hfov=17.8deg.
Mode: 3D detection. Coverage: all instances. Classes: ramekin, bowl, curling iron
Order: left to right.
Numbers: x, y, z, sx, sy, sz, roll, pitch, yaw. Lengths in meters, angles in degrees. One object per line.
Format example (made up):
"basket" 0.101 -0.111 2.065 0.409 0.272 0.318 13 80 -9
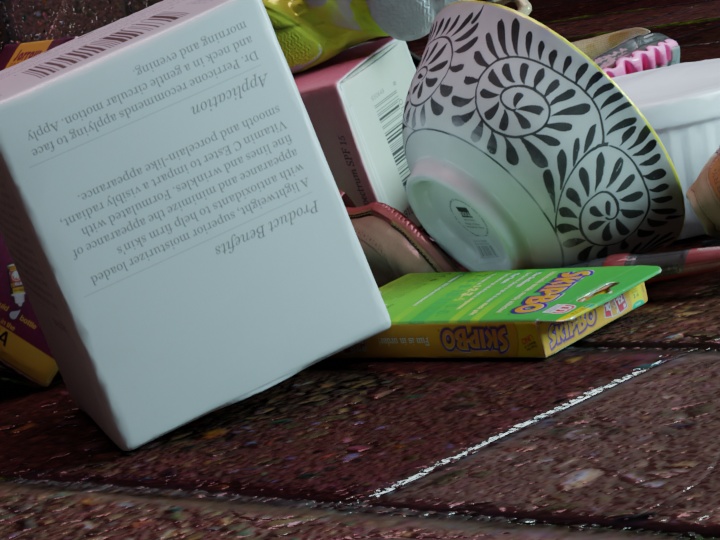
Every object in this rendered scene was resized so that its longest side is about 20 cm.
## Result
"bowl" 0.089 -0.056 1.388 0.094 0.201 0.200 -45 22 -19
"curling iron" 0.151 0.005 1.332 0.199 0.026 0.049 -12 -13 28
"ramekin" 0.195 -0.077 1.541 0.201 0.095 0.202 -11 10 2

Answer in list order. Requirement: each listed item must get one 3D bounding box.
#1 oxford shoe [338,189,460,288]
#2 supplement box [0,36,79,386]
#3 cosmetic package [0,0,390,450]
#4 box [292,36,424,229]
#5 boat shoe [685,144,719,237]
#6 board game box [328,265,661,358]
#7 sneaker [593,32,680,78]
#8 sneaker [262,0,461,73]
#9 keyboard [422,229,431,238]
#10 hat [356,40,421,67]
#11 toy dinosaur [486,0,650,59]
"oxford shoe" 0.000 0.000 1.484 0.075 0.071 0.200 -48 26 -12
"supplement box" -0.215 -0.039 1.481 0.131 0.103 0.201 2 61 60
"cosmetic package" -0.110 -0.034 1.272 0.164 0.201 0.165 -24 13 -13
"box" -0.051 -0.074 1.646 0.199 0.129 0.109 -12 17 33
"boat shoe" 0.238 -0.053 1.376 0.068 0.075 0.200 -31 -13 15
"board game box" 0.070 0.023 1.301 0.199 0.030 0.095 -6 14 46
"sneaker" 0.150 -0.135 1.723 0.199 0.079 0.095 -28 50 -24
"sneaker" 0.012 -0.199 1.604 0.199 0.076 0.105 -14 15 29
"keyboard" 0.092 -0.036 1.657 0.198 0.021 0.127 -13 9 -2
"hat" -0.001 -0.082 1.783 0.200 0.081 0.201 -30 -26 -17
"toy dinosaur" 0.115 -0.148 1.671 0.199 0.102 0.058 -25 -32 14
